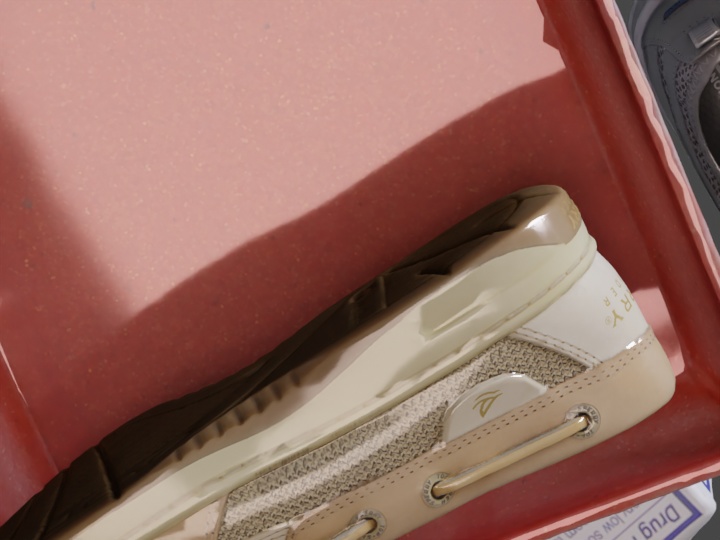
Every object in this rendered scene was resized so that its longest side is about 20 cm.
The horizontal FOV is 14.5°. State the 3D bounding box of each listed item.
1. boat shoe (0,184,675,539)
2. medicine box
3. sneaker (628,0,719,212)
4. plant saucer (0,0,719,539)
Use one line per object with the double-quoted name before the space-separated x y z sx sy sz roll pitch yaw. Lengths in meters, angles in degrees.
"boat shoe" -0.021 0.059 0.663 0.200 0.071 0.065 -32 101 12
"medicine box" 0.000 0.000 0.814 0.103 0.182 0.200 -42 99 16
"sneaker" 0.149 -0.004 0.852 0.075 0.082 0.200 -41 100 15
"plant saucer" -0.023 -0.015 0.696 0.199 0.037 0.200 -21 105 11
